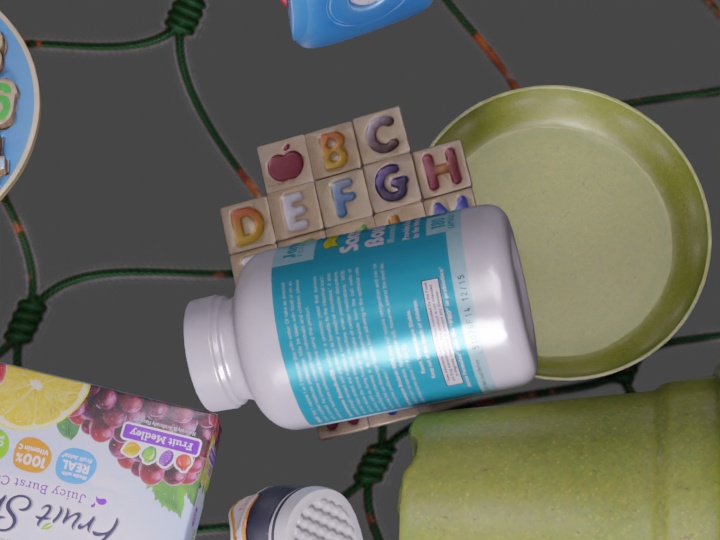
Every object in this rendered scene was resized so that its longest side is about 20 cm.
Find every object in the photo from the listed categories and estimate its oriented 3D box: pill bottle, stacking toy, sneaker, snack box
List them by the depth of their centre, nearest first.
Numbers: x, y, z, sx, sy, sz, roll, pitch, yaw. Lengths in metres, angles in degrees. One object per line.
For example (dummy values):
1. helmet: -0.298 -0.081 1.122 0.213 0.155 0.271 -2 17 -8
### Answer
1. sneaker: -0.028 0.222 0.909 0.078 0.079 0.201 -15 98 -40
2. pill bottle: -0.001 0.032 0.915 0.199 0.111 0.111 -12 74 9
3. snack box: -0.199 0.136 0.936 0.199 0.053 0.143 13 75 2
4. stacking toy: -0.031 -0.261 1.042 0.109 0.116 0.200 -19 64 -10

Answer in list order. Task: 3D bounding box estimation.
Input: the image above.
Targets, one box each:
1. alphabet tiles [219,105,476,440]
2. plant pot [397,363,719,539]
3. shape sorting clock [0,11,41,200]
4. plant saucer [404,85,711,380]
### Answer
1. alphabet tiles: 0.000 0.000 0.983 0.166 0.006 0.201 -15 75 9
2. plant pot: 0.119 0.149 0.884 0.184 0.200 0.201 2 73 10
3. shape sorting clock: -0.311 -0.107 1.009 0.199 0.039 0.201 1 75 -2
4. plant saucer: 0.127 -0.023 1.004 0.199 0.031 0.201 0 75 -2
